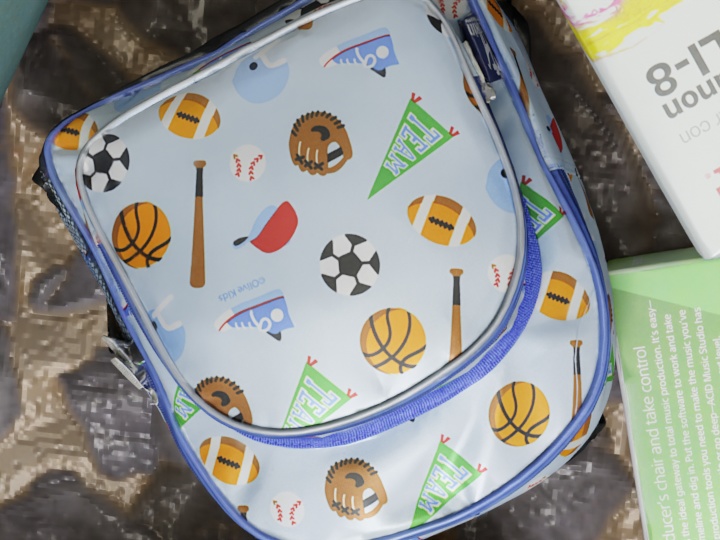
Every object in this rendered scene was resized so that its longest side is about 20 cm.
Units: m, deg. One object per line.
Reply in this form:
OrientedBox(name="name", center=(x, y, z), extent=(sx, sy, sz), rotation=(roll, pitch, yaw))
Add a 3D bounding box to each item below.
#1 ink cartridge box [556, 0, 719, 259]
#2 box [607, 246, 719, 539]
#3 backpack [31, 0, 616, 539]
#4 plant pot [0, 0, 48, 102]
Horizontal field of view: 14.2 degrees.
OrientedBox(name="ink cartridge box", center=(0.130, -0.127, 0.969), extent=(0.145, 0.145, 0.200), rotation=(-29, 94, 8))
OrientedBox(name="box", center=(0.195, 0.053, 1.041), extent=(0.199, 0.036, 0.145), rotation=(-8, 96, 7))
OrientedBox(name="backpack", center=(0.000, 0.000, 0.993), extent=(0.199, 0.154, 0.191), rotation=(-28, 89, 9))
OrientedBox(name="plant pot", center=(-0.198, -0.094, 0.999), extent=(0.200, 0.200, 0.197), rotation=(31, 92, 2))
